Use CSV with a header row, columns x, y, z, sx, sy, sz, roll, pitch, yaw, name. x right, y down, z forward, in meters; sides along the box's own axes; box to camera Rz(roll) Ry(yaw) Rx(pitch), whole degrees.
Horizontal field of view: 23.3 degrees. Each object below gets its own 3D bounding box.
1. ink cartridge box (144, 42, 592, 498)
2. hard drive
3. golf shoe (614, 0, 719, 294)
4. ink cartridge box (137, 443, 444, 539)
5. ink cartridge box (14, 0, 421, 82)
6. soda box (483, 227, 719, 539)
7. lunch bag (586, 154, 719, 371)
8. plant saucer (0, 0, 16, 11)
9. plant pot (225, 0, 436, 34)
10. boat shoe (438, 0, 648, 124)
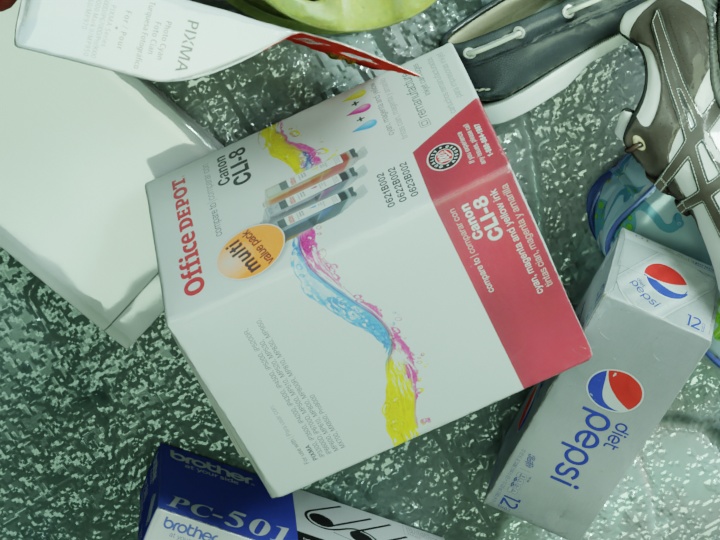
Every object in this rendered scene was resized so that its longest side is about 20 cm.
x,y,z,sx,sy,sz,roll,pitch,yaw,name
0.000,0.000,0.977,0.199,0.146,0.145,-25,126,5,ink cartridge box
-0.170,-0.064,1.030,0.200,0.027,0.132,41,100,-16,hard drive
0.191,-0.058,0.966,0.094,0.078,0.201,-4,94,25,golf shoe
-0.039,0.175,1.087,0.199,0.094,0.044,20,106,-12,ink cartridge box
-0.080,-0.115,0.927,0.199,0.160,0.048,16,95,-11,ink cartridge box
0.142,0.073,1.038,0.068,0.064,0.200,23,133,1,soda box
0.248,-0.042,1.047,0.161,0.083,0.200,40,101,-15,lunch bag
-0.218,-0.274,0.933,0.199,0.037,0.200,37,103,-6,plant saucer
-0.012,-0.205,0.914,0.199,0.184,0.202,-2,110,-5,plant pot
0.137,-0.162,1.000,0.200,0.076,0.060,-37,114,7,boat shoe
